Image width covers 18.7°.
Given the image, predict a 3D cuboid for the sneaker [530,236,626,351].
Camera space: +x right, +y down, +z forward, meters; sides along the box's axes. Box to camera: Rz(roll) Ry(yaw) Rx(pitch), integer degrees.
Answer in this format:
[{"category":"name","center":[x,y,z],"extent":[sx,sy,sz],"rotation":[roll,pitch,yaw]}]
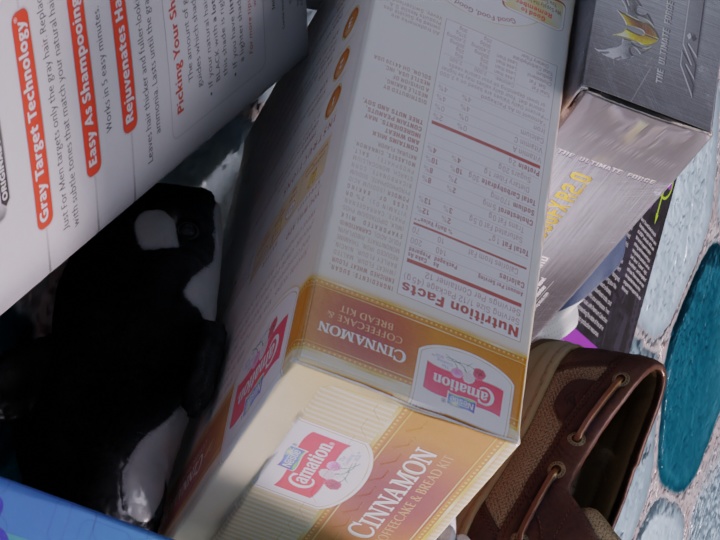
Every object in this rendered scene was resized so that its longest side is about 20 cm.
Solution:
[{"category":"sneaker","center":[0.063,-0.021,0.970],"extent":[0.200,0.080,0.147],"rotation":[24,75,-71]}]

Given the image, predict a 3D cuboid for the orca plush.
[{"category":"orca plush","center":[-0.103,0.059,0.700],"extent":[0.105,0.071,0.201],"rotation":[6,-103,70]}]

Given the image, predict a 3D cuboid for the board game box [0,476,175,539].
[{"category":"board game box","center":[-0.090,0.144,0.616],"extent":[0.199,0.045,0.153],"rotation":[23,77,-24]}]

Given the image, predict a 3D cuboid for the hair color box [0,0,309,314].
[{"category":"hair color box","center":[-0.087,-0.073,0.641],"extent":[0.200,0.061,0.102],"rotation":[-46,141,-51]}]

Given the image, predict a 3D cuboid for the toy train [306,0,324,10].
[{"category":"toy train","center":[-0.008,-0.179,0.745],"extent":[0.114,0.086,0.201],"rotation":[-49,147,-32]}]

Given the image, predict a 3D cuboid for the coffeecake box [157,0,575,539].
[{"category":"coffeecake box","center":[0.000,0.000,0.712],"extent":[0.154,0.073,0.201],"rotation":[125,-18,-50]}]

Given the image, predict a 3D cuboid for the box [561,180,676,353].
[{"category":"box","center":[0.127,-0.028,1.167],"extent":[0.143,0.036,0.201],"rotation":[37,69,-65]}]

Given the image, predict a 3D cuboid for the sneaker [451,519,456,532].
[{"category":"sneaker","center":[0.018,0.063,0.921],"extent":[0.112,0.077,0.201],"rotation":[-64,175,-69]}]

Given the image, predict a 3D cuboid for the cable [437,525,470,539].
[{"category":"cable","center":[-0.018,0.180,0.803],"extent":[0.201,0.069,0.200],"rotation":[-66,175,24]}]

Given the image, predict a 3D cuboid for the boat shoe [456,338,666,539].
[{"category":"boat shoe","center":[0.083,0.119,0.934],"extent":[0.072,0.072,0.201],"rotation":[56,48,-44]}]

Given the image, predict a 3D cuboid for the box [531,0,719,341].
[{"category":"box","center":[0.082,-0.094,0.794],"extent":[0.159,0.048,0.201],"rotation":[124,-18,-57]}]
